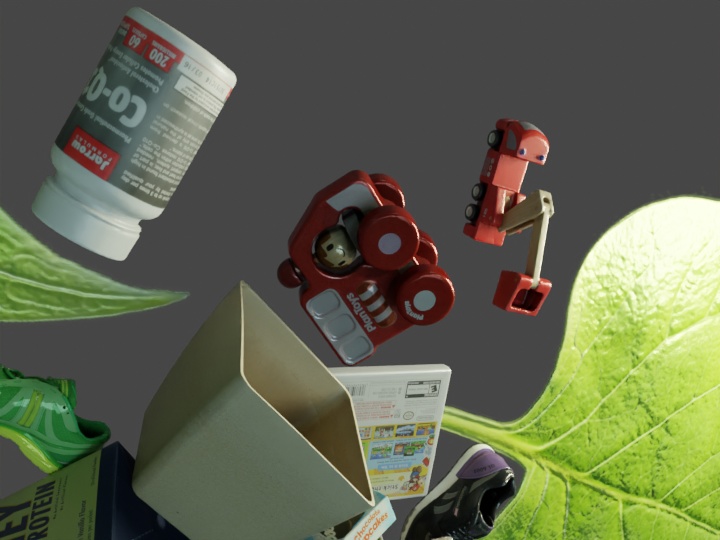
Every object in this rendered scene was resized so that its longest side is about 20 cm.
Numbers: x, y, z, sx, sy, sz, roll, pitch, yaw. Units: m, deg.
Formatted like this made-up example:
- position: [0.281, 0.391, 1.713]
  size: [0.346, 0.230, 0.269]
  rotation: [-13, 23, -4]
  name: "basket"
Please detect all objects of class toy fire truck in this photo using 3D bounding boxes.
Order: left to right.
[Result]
- position: [0.000, 0.000, 0.873]
  size: [0.166, 0.113, 0.201]
  rotation: [-31, 119, 8]
  name: "toy fire truck"
- position: [0.181, -0.066, 0.909]
  size: [0.048, 0.141, 0.204]
  rotation: [10, 103, -28]
  name: "toy fire truck"

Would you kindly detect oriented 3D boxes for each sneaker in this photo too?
- position: [-0.325, 0.126, 0.773]
  size: [0.083, 0.074, 0.201]
  rotation: [-40, 129, -5]
  name: "sneaker"
- position: [0.130, 0.334, 1.055]
  size: [0.075, 0.087, 0.202]
  rotation: [36, 90, -31]
  name: "sneaker"

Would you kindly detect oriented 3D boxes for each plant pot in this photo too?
- position: [-0.123, 0.172, 0.818]
  size: [0.176, 0.201, 0.200]
  rotation: [-37, 115, 10]
  name: "plant pot"

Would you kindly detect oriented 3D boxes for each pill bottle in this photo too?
- position: [-0.208, -0.120, 0.716]
  size: [0.113, 0.114, 0.203]
  rotation: [29, 93, -31]
  name: "pill bottle"

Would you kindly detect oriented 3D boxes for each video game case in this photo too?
- position: [0.013, 0.209, 0.993]
  size: [0.196, 0.023, 0.186]
  rotation: [1, 107, -27]
  name: "video game case"

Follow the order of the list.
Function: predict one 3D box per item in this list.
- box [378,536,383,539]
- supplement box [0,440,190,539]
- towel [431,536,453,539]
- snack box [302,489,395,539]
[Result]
- position: [-0.004, 0.299, 0.977]
  size: [0.038, 0.042, 0.203]
  rotation: [-23, 130, -10]
  name: "box"
- position: [-0.277, 0.319, 0.785]
  size: [0.197, 0.135, 0.202]
  rotation: [-26, 125, 3]
  name: "supplement box"
- position: [0.033, 0.408, 1.027]
  size: [0.195, 0.035, 0.135]
  rotation: [-9, 133, -11]
  name: "towel"
- position: [-0.068, 0.265, 0.853]
  size: [0.116, 0.198, 0.038]
  rotation: [-37, 117, -32]
  name: "snack box"
